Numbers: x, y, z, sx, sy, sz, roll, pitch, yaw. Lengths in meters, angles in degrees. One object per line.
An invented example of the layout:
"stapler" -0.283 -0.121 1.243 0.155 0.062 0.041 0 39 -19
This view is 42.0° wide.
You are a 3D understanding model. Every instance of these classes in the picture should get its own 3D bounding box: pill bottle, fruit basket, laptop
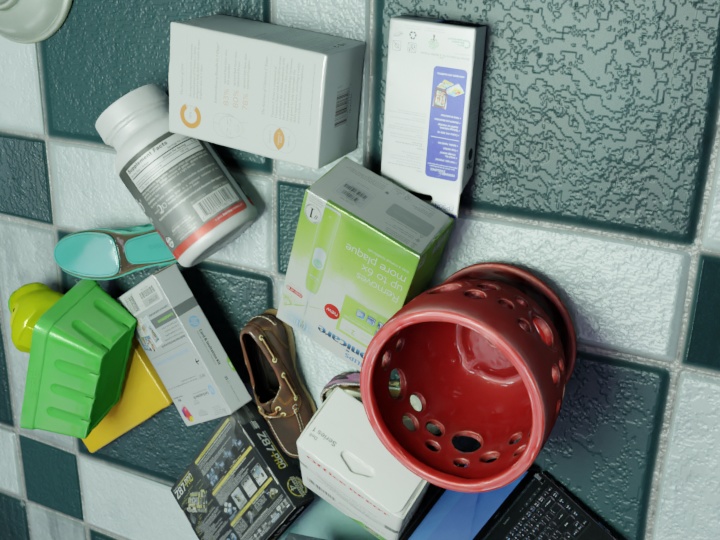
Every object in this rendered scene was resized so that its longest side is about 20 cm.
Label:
"pill bottle" -0.223 -0.116 1.131 0.115 0.116 0.201 -35 90 33
"fruit basket" -0.417 0.099 1.272 0.213 0.156 0.218 10 122 16
"laptop" 0.169 0.327 1.094 0.200 0.103 0.178 42 123 17

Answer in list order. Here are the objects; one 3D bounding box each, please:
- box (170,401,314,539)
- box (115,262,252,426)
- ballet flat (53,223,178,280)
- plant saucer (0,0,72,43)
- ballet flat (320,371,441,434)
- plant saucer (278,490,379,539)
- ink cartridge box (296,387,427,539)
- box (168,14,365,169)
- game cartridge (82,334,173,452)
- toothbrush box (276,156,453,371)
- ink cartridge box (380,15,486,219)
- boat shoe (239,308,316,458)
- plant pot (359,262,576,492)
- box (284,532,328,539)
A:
"box" -0.166 0.304 1.276 0.162 0.049 0.201 50 124 20
"box" -0.236 0.102 1.234 0.155 0.041 0.202 -25 95 55
"ballet flat" -0.302 -0.027 1.229 0.197 0.070 0.068 -6 95 17
"plant saucer" -0.453 -0.389 1.191 0.198 0.050 0.203 10 112 25
"ballet flat" 0.040 0.164 1.122 0.197 0.071 0.070 6 109 26
"plant saucer" -0.023 0.374 1.257 0.198 0.036 0.203 11 114 25
"ink cartridge box" 0.007 0.236 1.099 0.145 0.085 0.201 33 158 13
"box" -0.106 -0.204 1.046 0.198 0.097 0.126 17 116 21
"game cartridge" -0.376 0.154 1.369 0.199 0.032 0.178 -31 92 31
"toothbrush box" 0.000 0.000 1.049 0.145 0.086 0.201 32 135 14
"ink cartridge box" 0.075 -0.163 1.000 0.098 0.039 0.203 14 113 23
"boat shoe" -0.110 0.154 1.201 0.070 0.070 0.203 -9 105 29
"plant pot" 0.122 0.102 0.988 0.198 0.182 0.203 10 112 24
"box" -0.007 0.426 1.189 0.156 0.051 0.202 2 128 28
